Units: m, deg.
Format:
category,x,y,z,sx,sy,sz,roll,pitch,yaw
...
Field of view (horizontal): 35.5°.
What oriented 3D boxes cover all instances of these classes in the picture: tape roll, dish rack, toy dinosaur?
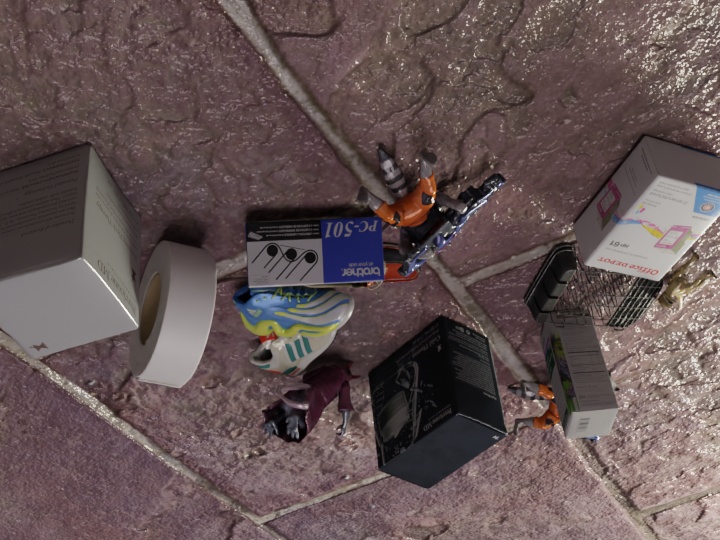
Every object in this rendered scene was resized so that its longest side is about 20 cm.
category,x,y,z,sx,sy,sz,roll,pitch,yaw
tape roll,-0.273,0.062,1.627,0.070,0.204,0.203,13,136,-24
dish rack,0.380,0.033,1.812,0.198,0.055,0.154,4,140,-16
toy dinosaur,0.515,0.021,1.809,0.101,0.058,0.200,-41,165,17

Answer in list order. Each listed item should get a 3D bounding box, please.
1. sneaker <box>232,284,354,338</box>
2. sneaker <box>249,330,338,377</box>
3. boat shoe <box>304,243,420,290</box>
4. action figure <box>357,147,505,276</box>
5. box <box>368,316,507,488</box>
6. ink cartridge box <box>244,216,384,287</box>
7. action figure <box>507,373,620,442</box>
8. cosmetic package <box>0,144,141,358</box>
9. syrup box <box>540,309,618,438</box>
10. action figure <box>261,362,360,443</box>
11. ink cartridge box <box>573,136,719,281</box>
category,x,y,z,sx,sy,sz,roll,pitch,yaw
sneaker,-0.112,0.052,1.711,0.198,0.076,0.105,-11,142,29
sneaker,-0.109,0.103,1.801,0.093,0.071,0.200,11,139,-30
boat shoe,0.000,0.000,1.705,0.198,0.063,0.072,5,137,-16
action figure,0.099,-0.102,1.592,0.200,0.105,0.194,-40,144,-2
box,0.125,0.222,1.880,0.123,0.198,0.200,24,130,-32
ink cartridge box,-0.067,-0.027,1.634,0.197,0.095,0.044,-3,179,-7
action figure,0.369,0.207,2.008,0.191,0.105,0.202,-6,115,-12
cosmetic package,-0.402,-0.024,1.507,0.165,0.202,0.168,-15,140,9
syrup box,0.356,0.167,1.848,0.080,0.201,0.079,-4,140,-6
action figure,-0.078,0.199,1.872,0.199,0.133,0.150,-36,142,-36
ink cartridge box,0.427,-0.085,1.654,0.143,0.085,0.201,11,138,-21
